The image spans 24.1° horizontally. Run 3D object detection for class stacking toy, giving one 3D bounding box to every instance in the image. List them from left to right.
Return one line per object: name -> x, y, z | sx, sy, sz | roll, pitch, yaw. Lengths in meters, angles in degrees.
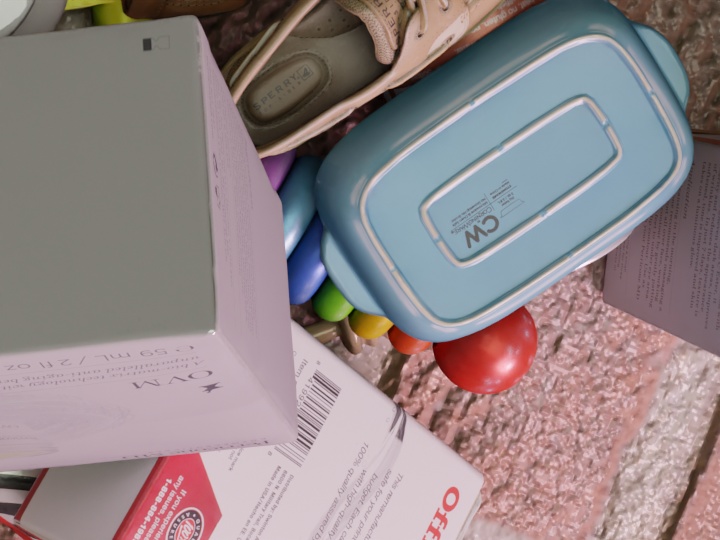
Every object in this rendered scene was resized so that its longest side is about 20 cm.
stacking toy -> 0.000, 0.000, 0.859 | 0.200, 0.085, 0.085 | 31, 90, -7

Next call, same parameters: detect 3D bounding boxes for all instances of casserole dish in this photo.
casserole dish -> 0.073, -0.045, 0.801 | 0.200, 0.039, 0.121 | -34, 104, 1

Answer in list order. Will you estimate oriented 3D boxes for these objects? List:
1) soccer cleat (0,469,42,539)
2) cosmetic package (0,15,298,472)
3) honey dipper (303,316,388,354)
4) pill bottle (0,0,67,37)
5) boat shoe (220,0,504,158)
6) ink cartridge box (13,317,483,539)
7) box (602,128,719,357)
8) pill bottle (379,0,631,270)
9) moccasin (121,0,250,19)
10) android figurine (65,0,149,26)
soccer cleat -> -0.131, 0.119, 0.858 | 0.085, 0.069, 0.200 | -43, 116, 14
cosmetic package -> -0.138, 0.005, 0.669 | 0.199, 0.200, 0.123 | -6, 74, 5
honey dipper -> -0.060, 0.051, 0.898 | 0.200, 0.038, 0.038 | -23, 105, -8
pill bottle -> -0.177, -0.130, 0.699 | 0.113, 0.200, 0.113 | -2, 99, -12
boat shoe -> 0.014, -0.118, 0.766 | 0.200, 0.065, 0.071 | -42, 102, 11
ink cartridge box -> -0.047, 0.114, 0.838 | 0.200, 0.084, 0.144 | 41, 71, -39
box -> 0.240, -0.012, 0.884 | 0.152, 0.200, 0.106 | 3, 99, -17
pill bottle -> 0.067, -0.098, 0.865 | 0.112, 0.112, 0.200 | -28, 106, -10
moccasin -> -0.094, -0.218, 0.781 | 0.078, 0.074, 0.202 | -8, 113, -23
android figurine -> -0.158, -0.189, 0.823 | 0.182, 0.041, 0.200 | -10, 104, -14
